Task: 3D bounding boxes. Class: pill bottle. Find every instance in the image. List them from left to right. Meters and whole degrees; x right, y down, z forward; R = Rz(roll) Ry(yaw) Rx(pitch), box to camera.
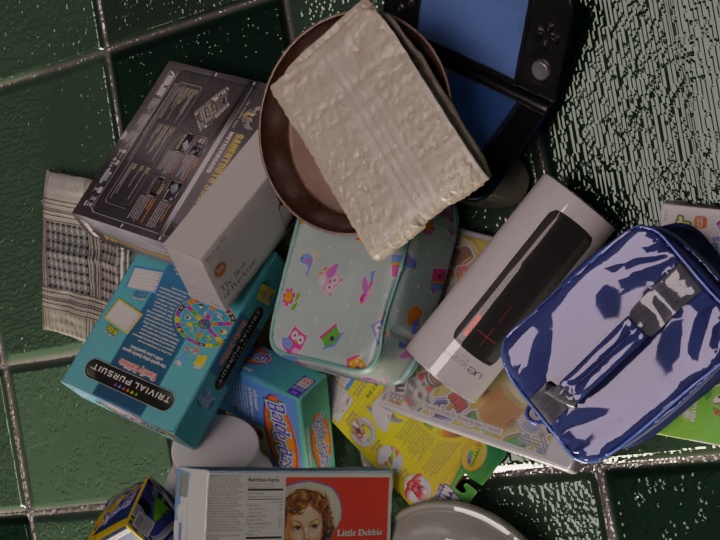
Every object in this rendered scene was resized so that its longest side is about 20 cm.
[{"bbox_3d":[-0.135,0.244,1.375,0.112,0.112,0.201,24,136,29],"label":"pill bottle"}]

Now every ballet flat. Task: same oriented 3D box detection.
[{"bbox_3d":[0.062,-0.109,1.282,0.199,0.064,0.068,29,112,27],"label":"ballet flat"}]

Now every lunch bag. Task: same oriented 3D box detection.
[{"bbox_3d":[0.000,0.000,1.289,0.160,0.077,0.201,7,77,42],"label":"lunch bag"},{"bbox_3d":[0.210,0.059,1.103,0.200,0.132,0.136,-46,71,21],"label":"lunch bag"}]

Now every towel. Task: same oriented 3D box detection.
[{"bbox_3d":[-0.298,-0.007,1.522,0.199,0.034,0.194,14,103,44],"label":"towel"},{"bbox_3d":[0.014,-0.123,1.192,0.132,0.034,0.201,-38,72,24],"label":"towel"}]

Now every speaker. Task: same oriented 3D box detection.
[{"bbox_3d":[0.129,0.017,1.203,0.081,0.081,0.200,41,96,22],"label":"speaker"}]

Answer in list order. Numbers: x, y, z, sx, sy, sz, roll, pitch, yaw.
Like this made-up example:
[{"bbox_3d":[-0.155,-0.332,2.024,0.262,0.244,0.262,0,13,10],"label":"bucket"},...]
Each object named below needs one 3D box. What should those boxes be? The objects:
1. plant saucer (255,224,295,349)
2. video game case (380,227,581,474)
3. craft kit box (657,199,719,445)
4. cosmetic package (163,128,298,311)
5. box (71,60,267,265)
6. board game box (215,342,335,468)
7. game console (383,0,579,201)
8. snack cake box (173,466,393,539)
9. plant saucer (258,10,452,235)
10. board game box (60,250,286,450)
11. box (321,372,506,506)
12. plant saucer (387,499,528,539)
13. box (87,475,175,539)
[{"bbox_3d":[-0.126,-0.010,1.425,0.200,0.048,0.200,47,117,20],"label":"plant saucer"},{"bbox_3d":[0.131,0.066,1.245,0.199,0.023,0.183,16,84,31],"label":"video game case"},{"bbox_3d":[0.338,0.050,1.133,0.197,0.048,0.201,7,99,35],"label":"craft kit box"},{"bbox_3d":[-0.099,-0.064,1.311,0.050,0.200,0.083,20,150,31],"label":"cosmetic package"},{"bbox_3d":[-0.172,-0.107,1.382,0.158,0.048,0.201,17,68,29],"label":"box"},{"bbox_3d":[-0.118,0.139,1.400,0.199,0.045,0.153,23,133,31],"label":"board game box"},{"bbox_3d":[0.072,-0.189,1.228,0.199,0.118,0.171,29,133,26],"label":"game console"},{"bbox_3d":[-0.070,0.239,1.272,0.067,0.199,0.116,-8,78,57],"label":"snack cake box"},{"bbox_3d":[-0.001,-0.131,1.238,0.199,0.034,0.202,-2,86,30],"label":"plant saucer"},{"bbox_3d":[-0.179,0.055,1.351,0.150,0.047,0.201,20,73,31],"label":"board game box"},{"bbox_3d":[0.049,0.141,1.328,0.200,0.048,0.118,46,117,23],"label":"box"},{"bbox_3d":[0.089,0.314,1.290,0.199,0.050,0.201,12,116,25],"label":"plant saucer"},{"bbox_3d":[-0.158,0.287,1.301,0.070,0.064,0.200,-32,113,34],"label":"box"}]
